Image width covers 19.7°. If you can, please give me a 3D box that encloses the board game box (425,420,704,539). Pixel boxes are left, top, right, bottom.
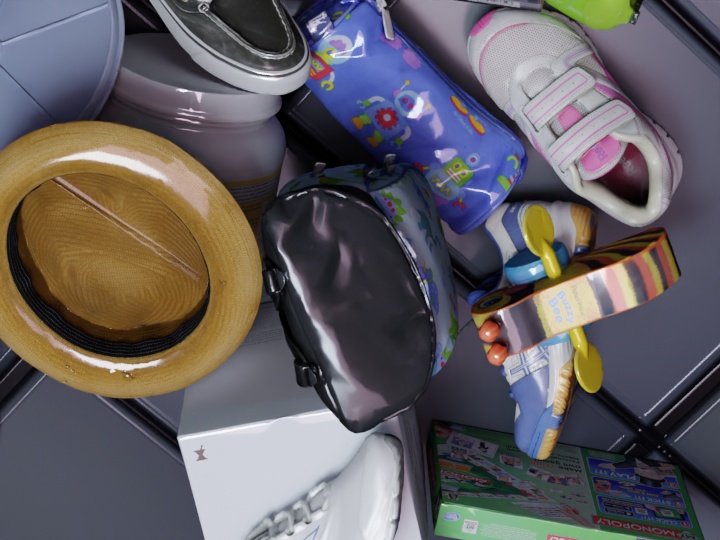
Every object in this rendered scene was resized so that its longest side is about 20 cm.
[{"bbox_3d":[0.151,0.170,1.551,0.199,0.135,0.029,11,112,-5],"label":"board game box"}]

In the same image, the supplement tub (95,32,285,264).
[{"bbox_3d":[-0.131,-0.051,1.448,0.145,0.146,0.201,11,112,-5],"label":"supplement tub"}]

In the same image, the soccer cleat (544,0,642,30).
[{"bbox_3d":[0.180,-0.261,1.412,0.081,0.068,0.201,20,112,2],"label":"soccer cleat"}]

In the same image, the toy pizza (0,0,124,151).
[{"bbox_3d":[-0.249,-0.143,1.406,0.199,0.201,0.032,-24,155,9],"label":"toy pizza"}]

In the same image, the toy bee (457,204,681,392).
[{"bbox_3d":[0.125,0.034,1.440,0.200,0.109,0.131,-40,96,21],"label":"toy bee"}]

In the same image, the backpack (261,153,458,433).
[{"bbox_3d":[0.000,0.000,1.386,0.153,0.200,0.164,-23,99,-9],"label":"backpack"}]

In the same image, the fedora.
[{"bbox_3d":[-0.158,-0.017,1.342,0.200,0.082,0.201,0,116,1],"label":"fedora"}]

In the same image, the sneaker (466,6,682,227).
[{"bbox_3d":[0.157,-0.107,1.460,0.200,0.088,0.081,40,107,-15],"label":"sneaker"}]

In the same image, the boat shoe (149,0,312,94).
[{"bbox_3d":[-0.107,-0.199,1.382,0.200,0.071,0.064,44,151,12],"label":"boat shoe"}]

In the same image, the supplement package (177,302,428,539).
[{"bbox_3d":[-0.037,0.126,1.493,0.151,0.200,0.151,-10,112,4],"label":"supplement package"}]

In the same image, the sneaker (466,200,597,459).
[{"bbox_3d":[0.122,0.041,1.540,0.088,0.075,0.201,8,108,11],"label":"sneaker"}]

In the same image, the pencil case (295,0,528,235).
[{"bbox_3d":[0.034,-0.117,1.458,0.087,0.078,0.200,-33,112,35],"label":"pencil case"}]

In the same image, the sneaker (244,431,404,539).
[{"bbox_3d":[-0.033,0.188,1.373,0.087,0.075,0.201,26,110,-6],"label":"sneaker"}]

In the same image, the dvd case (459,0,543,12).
[{"bbox_3d":[0.044,-0.216,1.353,0.148,0.200,0.016,9,80,8],"label":"dvd case"}]
